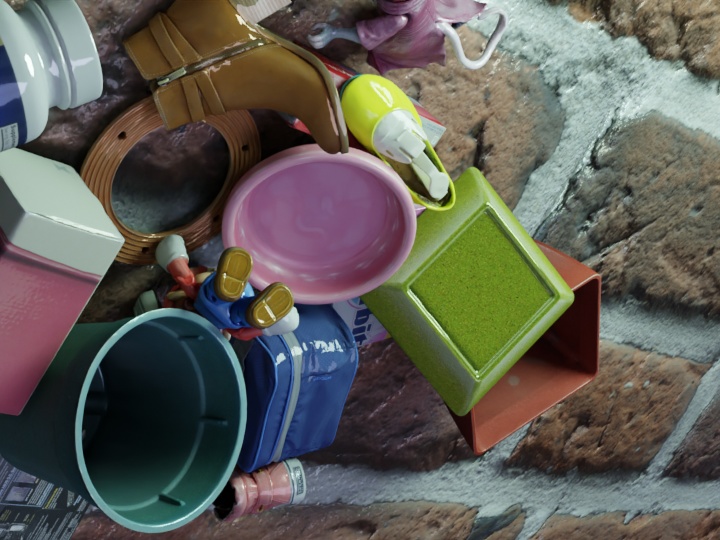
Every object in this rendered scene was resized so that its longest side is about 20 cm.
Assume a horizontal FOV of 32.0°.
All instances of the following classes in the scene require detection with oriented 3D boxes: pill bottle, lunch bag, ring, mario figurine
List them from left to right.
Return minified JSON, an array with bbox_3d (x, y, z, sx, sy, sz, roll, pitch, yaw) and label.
[{"bbox_3d":[-0.311,-0.147,0.983,0.198,0.120,0.121,-24,138,-23],"label":"pill bottle"},{"bbox_3d":[-0.187,-0.093,1.224,0.198,0.019,0.202,-24,138,-23],"label":"ring"},{"bbox_3d":[-0.131,0.013,1.238,0.105,0.199,0.125,-16,91,-28],"label":"mario figurine"},{"bbox_3d":[-0.103,0.125,1.403,0.131,0.136,0.202,-11,133,-34],"label":"lunch bag"}]

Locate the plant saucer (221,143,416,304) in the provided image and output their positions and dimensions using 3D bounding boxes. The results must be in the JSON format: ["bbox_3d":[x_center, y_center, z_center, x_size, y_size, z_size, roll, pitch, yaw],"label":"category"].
[{"bbox_3d":[-0.043,-0.053,1.283,0.197,0.051,0.202,-3,133,-4],"label":"plant saucer"}]

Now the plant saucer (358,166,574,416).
[{"bbox_3d":[0.125,0.023,1.374,0.200,0.048,0.201,-43,103,-14],"label":"plant saucer"}]

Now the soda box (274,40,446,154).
[{"bbox_3d":[-0.003,-0.162,1.287,0.199,0.063,0.070,16,114,-48],"label":"soda box"}]

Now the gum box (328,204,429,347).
[{"bbox_3d":[0.000,0.000,1.433,0.112,0.066,0.202,-12,132,-32],"label":"gum box"}]

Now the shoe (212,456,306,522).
[{"bbox_3d":[-0.143,0.255,1.482,0.090,0.073,0.200,-6,173,-26],"label":"shoe"}]

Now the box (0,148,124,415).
[{"bbox_3d":[-0.320,0.007,1.110,0.108,0.128,0.201,18,112,-47],"label":"box"}]

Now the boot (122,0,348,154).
[{"bbox_3d":[-0.109,-0.165,1.142,0.153,0.074,0.202,-31,103,-4],"label":"boot"}]

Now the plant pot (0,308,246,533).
[{"bbox_3d":[-0.246,0.133,1.200,0.199,0.194,0.204,-3,94,-49],"label":"plant pot"}]

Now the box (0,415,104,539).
[{"bbox_3d":[-0.353,0.222,1.341,0.157,0.050,0.201,14,115,-47],"label":"box"}]

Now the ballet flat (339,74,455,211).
[{"bbox_3d":[0.047,-0.123,1.262,0.067,0.067,0.200,-44,141,-3],"label":"ballet flat"}]

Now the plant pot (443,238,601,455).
[{"bbox_3d":[0.164,0.066,1.552,0.198,0.176,0.201,-30,140,-17],"label":"plant pot"}]

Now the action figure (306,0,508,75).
[{"bbox_3d":[0.045,-0.239,1.185,0.136,0.147,0.200,-65,168,0],"label":"action figure"}]

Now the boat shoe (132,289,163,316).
[{"bbox_3d":[-0.222,0.112,1.338,0.071,0.070,0.203,-18,130,-11],"label":"boat shoe"}]
